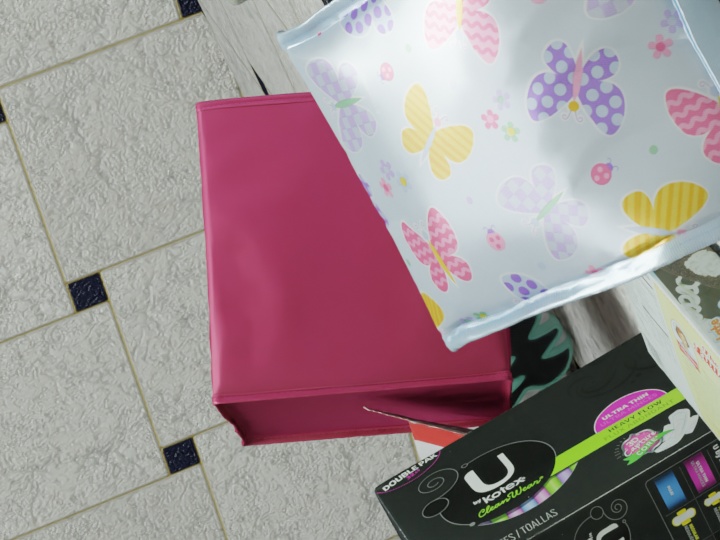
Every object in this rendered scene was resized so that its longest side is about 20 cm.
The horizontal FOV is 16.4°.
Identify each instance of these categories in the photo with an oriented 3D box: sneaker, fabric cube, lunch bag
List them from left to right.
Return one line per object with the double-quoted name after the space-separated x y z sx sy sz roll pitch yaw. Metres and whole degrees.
0.000 0.000 1.666 0.200 0.196 0.200 79 -174 -78 "fabric cube"
0.108 0.052 1.922 0.140 0.078 0.200 56 173 37 "sneaker"
0.088 -0.077 1.055 0.200 0.127 0.170 -26 96 55 "lunch bag"

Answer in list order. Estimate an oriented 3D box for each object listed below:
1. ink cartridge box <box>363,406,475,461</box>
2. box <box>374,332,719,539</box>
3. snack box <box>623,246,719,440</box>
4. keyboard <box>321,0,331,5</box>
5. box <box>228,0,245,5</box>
0.109 0.136 1.639 0.161 0.050 0.200 12 180 30 "ink cartridge box"
0.136 0.150 1.445 0.124 0.200 0.149 61 175 -23 "box"
0.191 0.051 1.265 0.200 0.037 0.116 56 173 48 "snack box"
-0.013 -0.205 2.048 0.200 0.021 0.127 61 -179 -17 "keyboard"
-0.099 -0.313 1.767 0.128 0.109 0.200 56 174 43 "box"
